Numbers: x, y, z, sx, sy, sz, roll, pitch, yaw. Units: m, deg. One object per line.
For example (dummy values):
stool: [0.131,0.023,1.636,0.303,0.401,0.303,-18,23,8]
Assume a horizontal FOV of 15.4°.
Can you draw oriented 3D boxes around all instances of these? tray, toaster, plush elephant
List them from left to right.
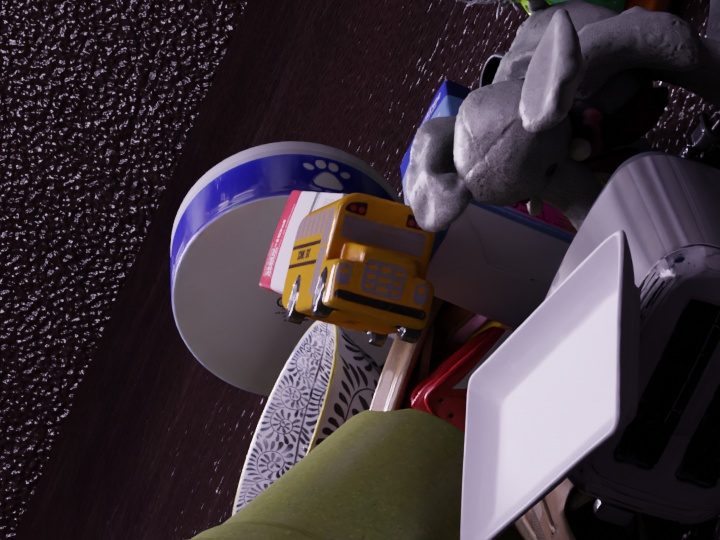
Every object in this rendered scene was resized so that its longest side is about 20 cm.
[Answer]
tray: [0.097,0.068,1.332,0.200,0.022,0.108,129,150,-59]
plush elephant: [0.116,-0.081,1.531,0.165,0.199,0.155,-42,15,49]
toaster: [0.164,0.033,1.372,0.129,0.113,0.201,-104,35,-62]

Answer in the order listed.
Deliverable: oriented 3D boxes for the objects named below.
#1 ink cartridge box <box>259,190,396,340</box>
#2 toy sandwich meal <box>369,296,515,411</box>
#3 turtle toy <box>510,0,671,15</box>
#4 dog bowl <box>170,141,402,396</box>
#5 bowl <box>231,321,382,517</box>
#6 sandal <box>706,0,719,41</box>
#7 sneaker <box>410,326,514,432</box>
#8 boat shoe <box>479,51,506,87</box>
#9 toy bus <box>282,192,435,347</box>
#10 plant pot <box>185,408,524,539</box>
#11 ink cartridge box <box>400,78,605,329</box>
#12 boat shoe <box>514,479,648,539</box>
ink cartridge box: [0.020,0.004,1.943,0.200,0.146,0.083,-169,100,-78]
toy sandwich meal: [0.054,0.093,1.697,0.205,0.070,0.207,18,-90,-80]
turtle toy: [0.157,-0.227,1.802,0.101,0.145,0.201,-33,32,35]
dog bowl: [-0.054,0.002,2.136,0.079,0.199,0.201,-94,28,-56]
bowl: [-0.019,0.144,2.000,0.201,0.094,0.202,-159,90,-77]
sandal: [0.234,-0.220,1.638,0.076,0.043,0.201,125,161,-47]
sneaker: [0.069,0.129,1.604,0.078,0.115,0.201,152,138,-71]
boat shoe: [0.116,-0.097,1.895,0.075,0.062,0.201,-60,17,28]
toy bus: [0.000,0.000,1.615,0.200,0.065,0.079,164,121,-80]
plant pot: [-0.003,0.180,1.487,0.184,0.200,0.201,-47,-6,-44]
ink cartridge box: [0.100,-0.042,1.698,0.200,0.136,0.077,-95,30,-63]
boat shoe: [0.128,0.137,1.453,0.201,0.071,0.065,-101,29,-50]
